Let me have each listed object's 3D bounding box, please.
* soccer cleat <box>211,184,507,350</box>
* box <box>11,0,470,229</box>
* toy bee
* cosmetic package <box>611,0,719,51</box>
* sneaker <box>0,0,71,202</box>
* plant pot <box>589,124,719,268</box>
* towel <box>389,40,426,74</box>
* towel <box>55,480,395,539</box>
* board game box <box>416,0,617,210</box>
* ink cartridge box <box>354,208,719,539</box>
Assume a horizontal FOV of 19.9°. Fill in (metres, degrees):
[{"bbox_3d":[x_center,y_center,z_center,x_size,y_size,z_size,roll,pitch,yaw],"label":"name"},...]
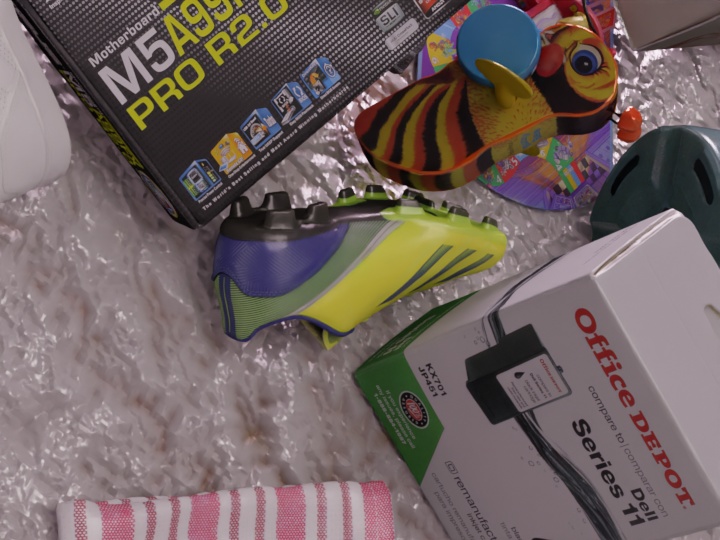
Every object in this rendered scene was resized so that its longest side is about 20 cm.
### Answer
[{"bbox_3d":[-0.001,0.000,1.120,0.200,0.065,0.084,-4,105,-43],"label":"soccer cleat"},{"bbox_3d":[-0.062,-0.145,1.054,0.200,0.044,0.160,-40,111,-12],"label":"box"},{"bbox_3d":[0.100,-0.102,1.143,0.109,0.200,0.131,50,18,16],"label":"toy bee"},{"bbox_3d":[0.241,-0.205,1.331,0.200,0.087,0.104,-10,80,-53],"label":"cosmetic package"},{"bbox_3d":[-0.226,-0.114,0.965,0.115,0.074,0.201,-31,95,-44],"label":"sneaker"},{"bbox_3d":[0.251,0.005,1.229,0.195,0.200,0.201,11,67,-26],"label":"plant pot"},{"bbox_3d":[-0.019,-0.226,1.162,0.165,0.085,0.201,32,56,-26],"label":"towel"},{"bbox_3d":[-0.055,0.179,1.017,0.199,0.030,0.147,1,72,-38],"label":"towel"},{"bbox_3d":[0.109,-0.139,1.258,0.158,0.039,0.201,19,62,-32],"label":"board game box"},{"bbox_3d":[0.113,0.071,1.076,0.083,0.200,0.147,-34,95,-40],"label":"ink cartridge box"}]
